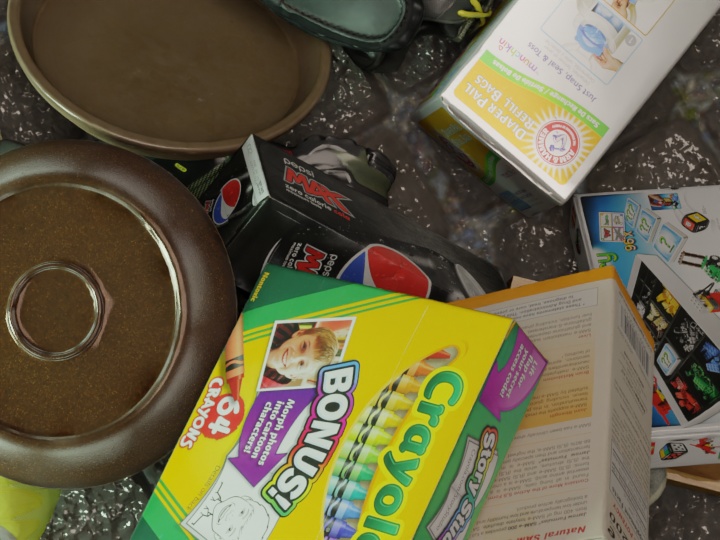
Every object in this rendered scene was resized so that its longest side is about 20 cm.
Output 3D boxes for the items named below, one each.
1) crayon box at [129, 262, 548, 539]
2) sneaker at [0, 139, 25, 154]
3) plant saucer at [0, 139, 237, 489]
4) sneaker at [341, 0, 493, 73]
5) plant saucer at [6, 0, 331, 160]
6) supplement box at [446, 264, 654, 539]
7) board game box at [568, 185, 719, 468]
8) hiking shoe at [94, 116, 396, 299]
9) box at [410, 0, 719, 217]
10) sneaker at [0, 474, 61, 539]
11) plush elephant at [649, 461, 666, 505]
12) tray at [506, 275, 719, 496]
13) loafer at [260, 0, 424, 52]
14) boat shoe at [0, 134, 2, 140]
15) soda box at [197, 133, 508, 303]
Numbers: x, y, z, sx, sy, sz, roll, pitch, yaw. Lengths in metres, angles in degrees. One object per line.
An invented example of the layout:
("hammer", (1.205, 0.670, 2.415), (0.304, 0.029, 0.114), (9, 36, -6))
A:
("crayon box", (-0.016, 0.107, 1.547), (0.172, 0.058, 0.201), (11, 67, 36))
("sneaker", (-0.170, 0.020, 1.716), (0.201, 0.067, 0.108), (41, 80, -7))
("plant saucer", (-0.171, 0.024, 1.612), (0.199, 0.032, 0.201), (-1, 85, 8))
("sneaker", (0.067, -0.189, 1.748), (0.199, 0.074, 0.085), (-28, 76, 17))
("plant saucer", (-0.117, -0.136, 1.719), (0.199, 0.030, 0.201), (9, 45, -9))
("supplement box", (0.095, 0.104, 1.595), (0.125, 0.074, 0.201), (-13, 44, 21))
("board game box", (0.205, 0.030, 1.712), (0.125, 0.035, 0.201), (-3, 47, -6))
("hiking shoe", (-0.078, -0.035, 1.732), (0.199, 0.076, 0.101), (5, 79, -5))
("box", (0.136, -0.142, 1.743), (0.101, 0.112, 0.200), (39, 81, -4))
("sneaker", (-0.172, 0.075, 1.654), (0.076, 0.075, 0.201), (18, 100, 16))
("plush elephant", (0.108, 0.178, 1.685), (0.164, 0.200, 0.156), (4, 64, 3))
("tray", (0.177, 0.077, 1.758), (0.199, 0.037, 0.099), (14, 81, -3))
("loafer", (-0.052, -0.193, 1.715), (0.200, 0.070, 0.068), (33, 97, 19))
("boat shoe", (-0.249, -0.021, 1.722), (0.072, 0.065, 0.201), (1, 82, -5))
("soda box", (0.000, 0.000, 1.684), (0.199, 0.071, 0.063), (27, 116, -29))
